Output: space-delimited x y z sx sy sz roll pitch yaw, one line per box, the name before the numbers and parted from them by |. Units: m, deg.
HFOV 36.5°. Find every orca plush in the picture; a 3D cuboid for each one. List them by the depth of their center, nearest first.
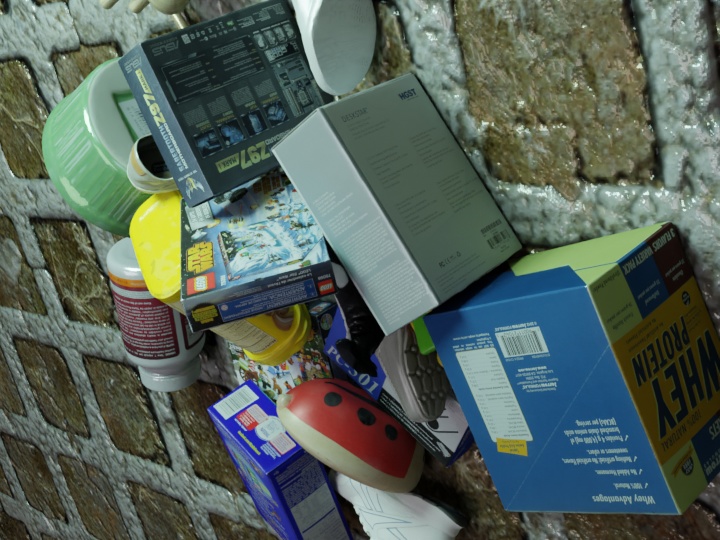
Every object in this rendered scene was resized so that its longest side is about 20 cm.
orca plush | 0.000 0.000 1.043 0.105 0.201 0.071 26 128 -10

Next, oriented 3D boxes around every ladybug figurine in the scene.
ladybug figurine | -0.004 0.179 1.228 0.072 0.199 0.136 -55 27 13

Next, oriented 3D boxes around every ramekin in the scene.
ramekin | -0.254 -0.147 1.257 0.098 0.200 0.201 -36 86 45

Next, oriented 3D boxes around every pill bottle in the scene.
pill bottle | -0.270 0.058 1.469 0.112 0.113 0.201 22 128 38

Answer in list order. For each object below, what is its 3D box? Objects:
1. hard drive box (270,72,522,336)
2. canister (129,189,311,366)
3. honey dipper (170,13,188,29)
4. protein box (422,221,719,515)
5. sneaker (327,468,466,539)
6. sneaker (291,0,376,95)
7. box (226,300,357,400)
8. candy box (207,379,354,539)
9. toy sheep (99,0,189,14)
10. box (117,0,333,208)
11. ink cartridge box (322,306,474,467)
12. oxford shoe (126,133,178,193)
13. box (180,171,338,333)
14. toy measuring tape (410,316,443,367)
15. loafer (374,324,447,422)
hard drive box | 0.037 -0.066 1.006 0.077 0.156 0.201 -33 87 42
canister | -0.156 0.008 1.220 0.086 0.200 0.149 -38 51 12
honey dipper | -0.179 -0.241 1.238 0.201 0.038 0.038 58 142 5
protein box | 0.196 0.091 0.954 0.198 0.135 0.201 -14 103 51
sneaker | 0.029 0.288 1.293 0.199 0.074 0.088 19 84 43
sneaker | -0.042 -0.271 1.051 0.088 0.075 0.202 16 120 57
box | -0.092 0.098 1.358 0.199 0.038 0.138 7 119 46
candy box | -0.097 0.264 1.378 0.169 0.077 0.201 35 150 50
toy sheep | -0.234 -0.358 1.149 0.201 0.137 0.138 60 142 7
box | -0.122 -0.171 1.085 0.051 0.200 0.159 -20 99 48
ink cartridge box | 0.049 0.114 1.206 0.200 0.044 0.094 41 137 22
oxford shoe | -0.152 -0.132 1.155 0.058 0.198 0.076 96 156 -70
box | -0.101 -0.026 1.036 0.200 0.136 0.040 -105 1 -59
toy measuring tape | 0.075 0.002 1.109 0.073 0.073 0.202 -36 64 52
loafer | 0.036 0.064 1.144 0.070 0.070 0.202 -30 70 44
